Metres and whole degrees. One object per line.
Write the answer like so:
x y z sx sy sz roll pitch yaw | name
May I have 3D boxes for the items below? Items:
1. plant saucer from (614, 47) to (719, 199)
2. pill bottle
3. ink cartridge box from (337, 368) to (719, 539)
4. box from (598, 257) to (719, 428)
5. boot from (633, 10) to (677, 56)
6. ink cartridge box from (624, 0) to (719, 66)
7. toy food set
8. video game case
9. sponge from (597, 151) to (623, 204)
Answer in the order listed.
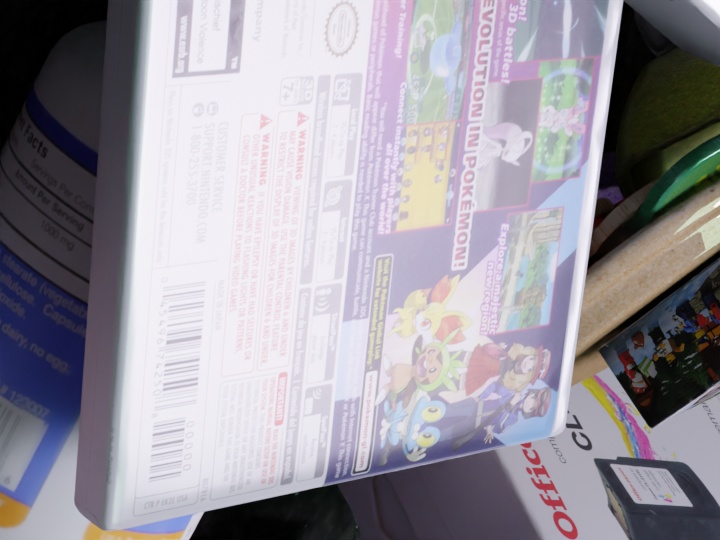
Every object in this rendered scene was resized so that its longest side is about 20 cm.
0.201 -0.077 0.975 0.199 0.048 0.200 -26 161 4 | plant saucer
-0.067 -0.010 0.717 0.112 0.112 0.201 6 116 -58 | pill bottle
0.097 0.100 0.987 0.200 0.146 0.083 8 134 -44 | ink cartridge box
0.193 -0.009 0.865 0.137 0.038 0.200 -40 167 33 | box
0.106 -0.140 0.900 0.095 0.074 0.200 -21 151 -10 | boot
0.111 -0.174 0.751 0.200 0.085 0.145 35 90 -33 | ink cartridge box
0.122 -0.015 0.870 0.198 0.049 0.200 -29 169 -23 | toy food set
0.002 -0.032 0.665 0.182 0.023 0.201 -8 112 -38 | video game case
0.098 0.033 1.097 0.111 0.030 0.201 -14 131 -50 | sponge
